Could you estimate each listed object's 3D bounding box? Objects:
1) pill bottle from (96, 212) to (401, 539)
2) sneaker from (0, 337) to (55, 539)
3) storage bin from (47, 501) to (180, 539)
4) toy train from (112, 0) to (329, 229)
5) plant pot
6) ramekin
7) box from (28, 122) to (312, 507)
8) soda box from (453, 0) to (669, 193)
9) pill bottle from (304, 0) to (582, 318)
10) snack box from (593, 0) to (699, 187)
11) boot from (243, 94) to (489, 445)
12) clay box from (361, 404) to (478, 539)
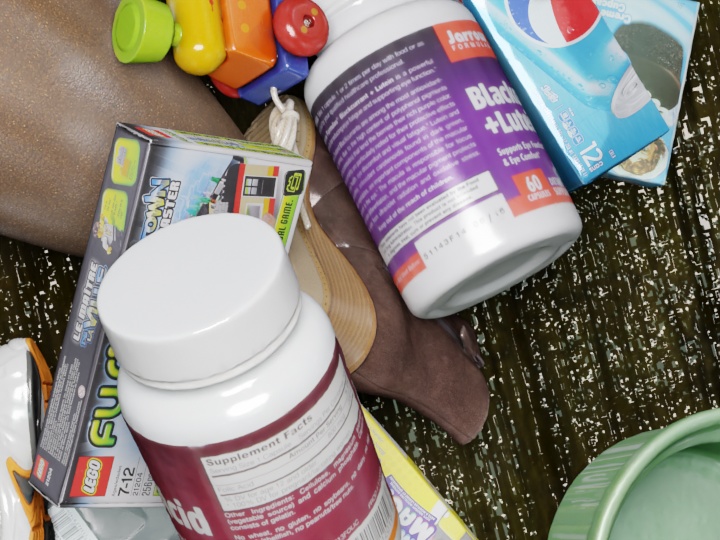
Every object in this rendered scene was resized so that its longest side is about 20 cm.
[{"bbox_3d":[-0.056,0.079,0.946,0.114,0.114,0.201,-22,125,-4],"label":"pill bottle"},{"bbox_3d":[-0.217,0.139,1.021,0.091,0.076,0.202,-1,81,3],"label":"sneaker"},{"bbox_3d":[-0.179,0.156,1.098,0.200,0.094,0.136,-37,91,-3],"label":"storage bin"},{"bbox_3d":[-0.084,-0.123,1.022,0.115,0.084,0.201,1,74,-37],"label":"toy train"},{"bbox_3d":[-0.171,-0.087,1.075,0.199,0.187,0.188,32,87,-18],"label":"plant pot"},{"bbox_3d":[0.205,0.183,1.102,0.199,0.098,0.202,2,83,-18],"label":"ramekin"},{"bbox_3d":[-0.101,0.028,0.989,0.110,0.035,0.201,4,106,-42],"label":"box"},{"bbox_3d":[0.099,-0.147,1.097,0.064,0.068,0.201,-32,90,-6],"label":"soda box"},{"bbox_3d":[0.035,-0.084,1.064,0.111,0.111,0.201,-26,78,-4],"label":"pill bottle"},{"bbox_3d":[0.101,-0.128,1.150,0.199,0.037,0.117,11,89,-4],"label":"snack box"},{"bbox_3d":[0.000,0.000,1.119,0.072,0.201,0.166,-37,129,27],"label":"boot"},{"bbox_3d":[0.039,0.159,1.102,0.048,0.115,0.200,-39,91,-3],"label":"clay box"}]
